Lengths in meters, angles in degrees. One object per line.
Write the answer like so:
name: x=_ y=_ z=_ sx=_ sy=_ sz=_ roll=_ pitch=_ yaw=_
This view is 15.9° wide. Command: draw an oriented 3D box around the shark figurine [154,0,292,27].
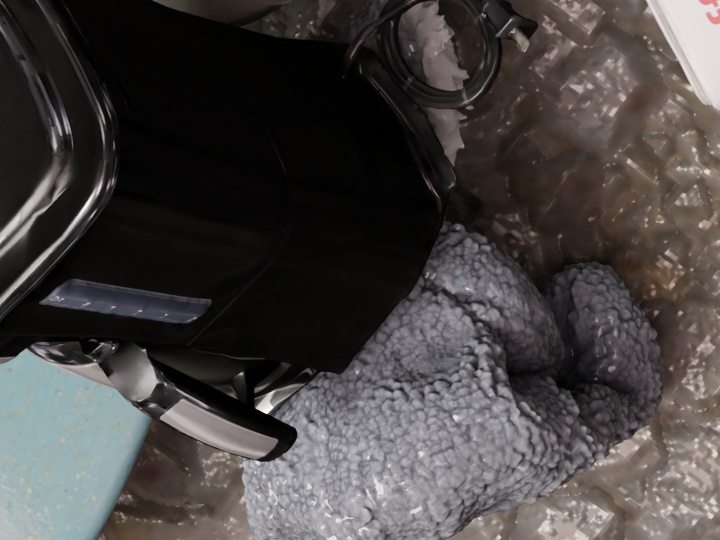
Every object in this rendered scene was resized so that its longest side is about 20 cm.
shark figurine: x=-0.077 y=-0.099 z=0.968 sx=0.214 sy=0.090 sz=0.128 roll=0 pitch=143 yaw=22

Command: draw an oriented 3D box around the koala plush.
koala plush: x=0.000 y=0.000 z=0.991 sx=0.177 sy=0.184 sz=0.201 roll=-20 pitch=92 yaw=16

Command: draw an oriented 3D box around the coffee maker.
coffee maker: x=-0.071 y=-0.042 z=0.850 sx=0.135 sy=0.200 sz=0.193 roll=32 pitch=99 yaw=30

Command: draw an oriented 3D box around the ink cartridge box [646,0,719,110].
ink cartridge box: x=0.185 y=-0.170 z=0.935 sx=0.200 sy=0.083 sz=0.147 roll=-26 pitch=102 yaw=17

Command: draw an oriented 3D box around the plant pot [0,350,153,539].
plant pot: x=-0.184 y=0.050 z=1.013 sx=0.200 sy=0.196 sz=0.196 roll=-38 pitch=106 yaw=14
